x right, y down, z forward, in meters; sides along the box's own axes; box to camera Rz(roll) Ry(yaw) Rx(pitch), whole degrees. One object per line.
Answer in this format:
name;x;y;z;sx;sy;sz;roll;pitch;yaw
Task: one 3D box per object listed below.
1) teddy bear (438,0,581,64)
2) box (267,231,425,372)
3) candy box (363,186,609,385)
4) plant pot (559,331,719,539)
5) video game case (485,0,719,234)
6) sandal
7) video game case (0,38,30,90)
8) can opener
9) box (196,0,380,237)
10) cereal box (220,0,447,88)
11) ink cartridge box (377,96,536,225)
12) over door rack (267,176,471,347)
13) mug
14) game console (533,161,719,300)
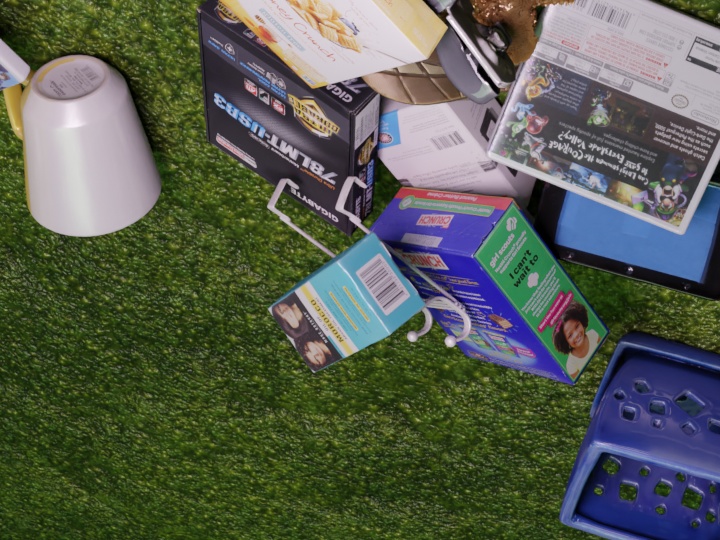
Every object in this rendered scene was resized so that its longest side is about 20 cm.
teddy bear;0.138;-0.271;1.165;0.143;0.067;0.202;-7;134;-15
box;-0.017;0.034;1.321;0.083;0.049;0.200;53;154;-2
candy box;0.125;0.013;1.394;0.168;0.077;0.200;13;152;52
plant pot;0.348;0.193;1.589;0.197;0.181;0.201;15;143;6
video game case;0.234;-0.150;1.255;0.197;0.023;0.184;21;110;-2
sandal;0.087;-0.193;1.285;0.197;0.082;0.054;-3;-172;-11
video game case;-0.461;-0.243;1.430;0.180;0.023;0.200;-11;136;37
can opener;0.054;-0.222;1.141;0.067;0.053;0.201;-34;101;32
box;-0.071;-0.153;1.389;0.199;0.050;0.200;35;150;18
cereal box;-0.034;-0.221;1.169;0.144;0.040;0.199;42;161;-22
ink cartridge box;0.099;-0.113;1.404;0.115;0.068;0.200;-10;134;40
over door rack;0.000;0.000;1.368;0.200;0.067;0.147;49;158;-25
mug;-0.313;-0.144;1.504;0.183;0.151;0.155;5;135;8
game console;0.275;-0.088;1.313;0.197;0.120;0.173;15;145;6
